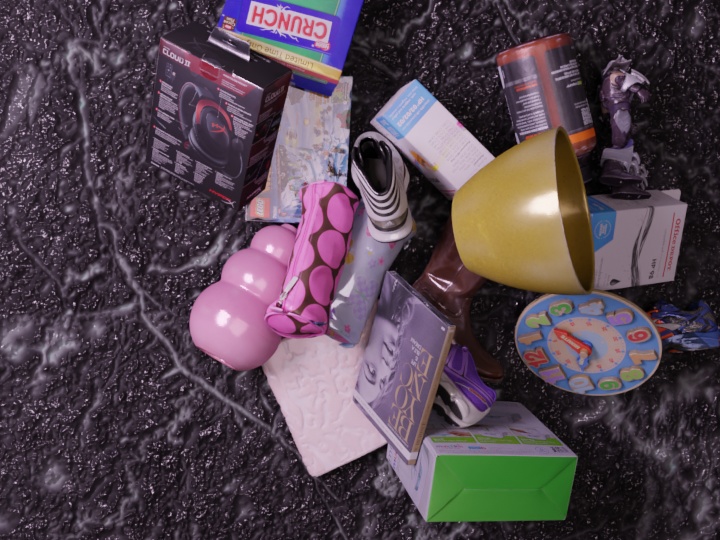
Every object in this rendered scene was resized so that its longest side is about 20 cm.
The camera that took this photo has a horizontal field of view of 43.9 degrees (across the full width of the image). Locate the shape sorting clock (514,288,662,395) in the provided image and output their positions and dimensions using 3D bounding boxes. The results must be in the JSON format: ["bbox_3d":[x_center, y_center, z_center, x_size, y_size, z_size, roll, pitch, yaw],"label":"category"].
[{"bbox_3d":[0.311,0.103,1.230,0.199,0.200,0.039,35,48,-9],"label":"shape sorting clock"}]

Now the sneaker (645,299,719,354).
[{"bbox_3d":[0.421,0.084,1.290,0.198,0.075,0.079,-3,80,-10],"label":"sneaker"}]

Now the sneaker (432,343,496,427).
[{"bbox_3d":[0.101,0.116,1.186,0.083,0.081,0.200,-28,67,-28],"label":"sneaker"}]

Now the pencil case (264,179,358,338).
[{"bbox_3d":[-0.060,-0.017,1.123,0.094,0.090,0.202,40,54,-47],"label":"pencil case"}]

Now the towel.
[{"bbox_3d":[-0.023,0.161,1.249,0.190,0.032,0.202,-24,98,-6],"label":"towel"}]

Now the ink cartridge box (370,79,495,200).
[{"bbox_3d":[0.112,-0.156,1.196,0.200,0.115,0.068,43,89,-9],"label":"ink cartridge box"}]

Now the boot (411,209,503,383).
[{"bbox_3d":[0.162,0.032,1.211,0.185,0.064,0.201,31,108,-1],"label":"boot"}]

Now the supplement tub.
[{"bbox_3d":[0.257,-0.212,1.215,0.106,0.107,0.202,-16,97,-6],"label":"supplement tub"}]

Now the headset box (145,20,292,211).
[{"bbox_3d":[-0.176,-0.198,1.102,0.148,0.075,0.201,27,129,12],"label":"headset box"}]

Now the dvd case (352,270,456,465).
[{"bbox_3d":[0.050,0.123,1.142,0.016,0.149,0.202,-1,117,-32],"label":"dvd case"}]

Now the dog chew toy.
[{"bbox_3d":[-0.139,0.029,1.181,0.124,0.124,0.201,31,76,-9],"label":"dog chew toy"}]

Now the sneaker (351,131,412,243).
[{"bbox_3d":[0.024,-0.142,1.137,0.075,0.202,0.116,-12,134,0],"label":"sneaker"}]

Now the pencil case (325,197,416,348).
[{"bbox_3d":[0.000,0.000,1.195,0.091,0.083,0.201,38,75,-40],"label":"pencil case"}]

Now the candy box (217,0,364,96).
[{"bbox_3d":[-0.083,-0.350,1.153,0.167,0.077,0.202,17,82,-7],"label":"candy box"}]

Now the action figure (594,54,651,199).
[{"bbox_3d":[0.352,-0.200,1.202,0.069,0.130,0.202,-2,72,13],"label":"action figure"}]

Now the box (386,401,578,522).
[{"bbox_3d":[0.155,0.246,1.190,0.198,0.176,0.098,4,104,-18],"label":"box"}]

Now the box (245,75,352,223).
[{"bbox_3d":[-0.084,-0.164,1.207,0.135,0.040,0.202,3,95,-9],"label":"box"}]

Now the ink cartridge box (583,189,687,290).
[{"bbox_3d":[0.374,-0.044,1.230,0.198,0.067,0.117,-7,114,-21],"label":"ink cartridge box"}]

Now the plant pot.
[{"bbox_3d":[0.193,-0.061,1.088,0.141,0.200,0.202,-9,97,24],"label":"plant pot"}]
